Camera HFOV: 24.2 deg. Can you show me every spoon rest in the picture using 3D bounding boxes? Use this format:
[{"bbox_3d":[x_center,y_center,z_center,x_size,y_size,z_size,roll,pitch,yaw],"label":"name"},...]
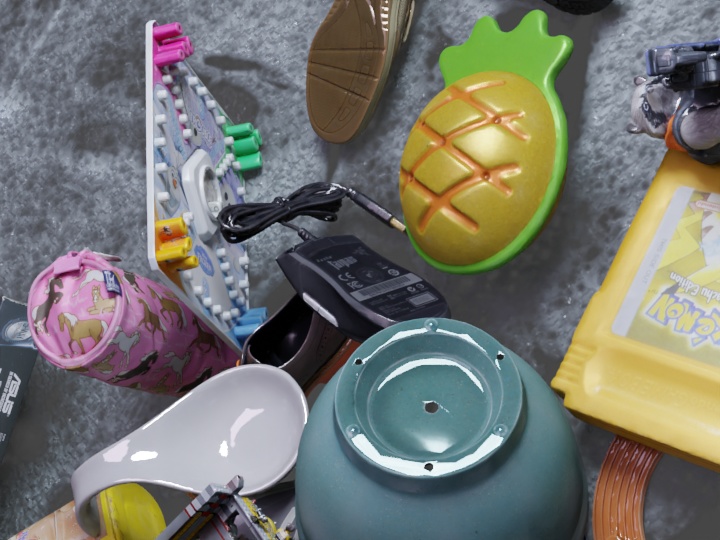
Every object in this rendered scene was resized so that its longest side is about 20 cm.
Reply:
[{"bbox_3d":[-0.127,0.134,1.208,0.199,0.061,0.100,-25,59,14],"label":"spoon rest"}]

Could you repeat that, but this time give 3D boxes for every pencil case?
[{"bbox_3d":[-0.165,0.045,1.266,0.083,0.200,0.087,39,95,27],"label":"pencil case"}]

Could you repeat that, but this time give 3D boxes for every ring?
[{"bbox_3d":[0.237,0.151,1.066,0.199,0.019,0.202,-14,64,30],"label":"ring"}]

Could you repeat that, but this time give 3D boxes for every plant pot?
[{"bbox_3d":[0.048,0.115,1.083,0.199,0.135,0.201,-3,52,4],"label":"plant pot"}]

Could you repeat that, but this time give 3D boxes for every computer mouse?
[{"bbox_3d":[0.000,0.000,1.230,0.199,0.140,0.046,31,124,30],"label":"computer mouse"}]

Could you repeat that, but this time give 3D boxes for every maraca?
[{"bbox_3d":[0.092,-0.093,1.203,0.136,0.107,0.201,1,72,36],"label":"maraca"}]

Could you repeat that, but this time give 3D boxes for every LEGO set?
[{"bbox_3d":[-0.056,0.224,1.094,0.116,0.154,0.200,-45,54,12],"label":"LEGO set"}]

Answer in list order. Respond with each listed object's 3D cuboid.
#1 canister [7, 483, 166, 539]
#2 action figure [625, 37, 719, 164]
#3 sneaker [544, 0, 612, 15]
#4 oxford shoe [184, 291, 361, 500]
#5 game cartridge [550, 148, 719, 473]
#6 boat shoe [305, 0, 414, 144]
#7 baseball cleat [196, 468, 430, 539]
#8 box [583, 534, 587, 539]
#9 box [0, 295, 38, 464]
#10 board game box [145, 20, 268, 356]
[{"bbox_3d":[-0.238,0.266,1.296,0.199,0.086,0.149,-32,57,18],"label":"canister"},{"bbox_3d":[0.251,-0.097,1.069,0.193,0.199,0.105,11,104,38],"label":"action figure"},{"bbox_3d":[0.131,-0.268,1.272,0.091,0.076,0.200,-47,55,1],"label":"sneaker"},{"bbox_3d":[-0.081,0.088,1.268,0.200,0.072,0.071,-52,52,6],"label":"oxford shoe"},{"bbox_3d":[0.236,0.026,1.091,0.176,0.032,0.201,18,73,37],"label":"game cartridge"},{"bbox_3d":[0.012,-0.196,1.327,0.071,0.064,0.201,22,102,29],"label":"boat shoe"},{"bbox_3d":[-0.030,0.193,1.209,0.199,0.070,0.107,-13,81,31],"label":"baseball cleat"},{"bbox_3d":[0.077,0.260,1.122,0.199,0.032,0.122,-31,57,19],"label":"box"},{"bbox_3d":[-0.329,0.123,1.393,0.160,0.043,0.201,-7,64,63],"label":"box"},{"bbox_3d":[-0.113,-0.059,1.274,0.026,0.200,0.201,-10,66,14],"label":"board game box"}]
